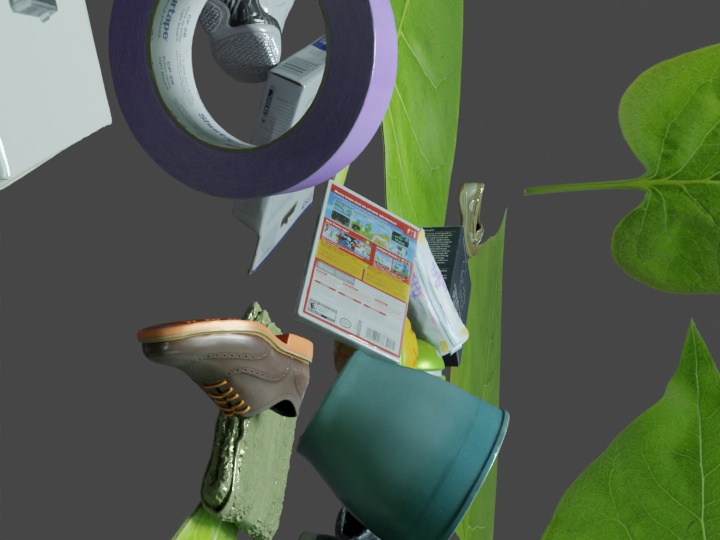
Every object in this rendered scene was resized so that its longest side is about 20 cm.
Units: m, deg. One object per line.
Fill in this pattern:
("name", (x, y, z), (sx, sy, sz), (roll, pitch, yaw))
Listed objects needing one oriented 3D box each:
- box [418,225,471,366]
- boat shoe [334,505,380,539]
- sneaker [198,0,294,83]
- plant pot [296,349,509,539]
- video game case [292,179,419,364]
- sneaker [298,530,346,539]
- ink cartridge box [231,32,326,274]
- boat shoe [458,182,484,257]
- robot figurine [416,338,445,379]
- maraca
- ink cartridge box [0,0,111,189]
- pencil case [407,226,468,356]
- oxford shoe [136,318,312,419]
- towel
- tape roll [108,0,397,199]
("box", (0.127, 0.043, 1.484), (0.202, 0.105, 0.150), (-73, 156, -44))
("boat shoe", (0.018, 0.335, 1.154), (0.201, 0.070, 0.092), (-54, 145, -61))
("sneaker", (-0.105, -0.273, 0.732), (0.201, 0.074, 0.116), (78, 19, -52))
("plant pot", (0.036, 0.196, 0.953), (0.202, 0.186, 0.200), (-58, 175, -7))
("video game case", (0.000, 0.000, 1.028), (0.142, 0.017, 0.202), (27, 53, -21))
("sneaker", (-0.013, 0.392, 0.919), (0.077, 0.144, 0.205), (67, 29, -57))
("ink cartridge box", (-0.069, -0.126, 0.859), (0.200, 0.040, 0.202), (-60, 170, -61))
("boat shoe", (0.287, -0.125, 2.134), (0.073, 0.062, 0.204), (-60, 146, -60))
("robot figurine", (0.070, 0.193, 1.262), (0.175, 0.114, 0.204), (156, -66, -78))
("maraca", (0.016, 0.084, 1.093), (0.137, 0.105, 0.203), (-38, -125, 56))
("ink cartridge box", (-0.188, -0.133, 0.300), (0.084, 0.142, 0.203), (-57, 144, -62))
("pencil case", (0.096, 0.033, 1.308), (0.083, 0.090, 0.202), (-33, 107, -28))
("oxford shoe", (-0.101, 0.082, 0.690), (0.199, 0.070, 0.074), (21, 66, -55))
("towel", (-0.098, 0.147, 0.813), (0.149, 0.036, 0.203), (63, 30, -59))
("tape roll", (-0.076, -0.154, 0.600), (0.066, 0.197, 0.204), (-26, 114, -71))
